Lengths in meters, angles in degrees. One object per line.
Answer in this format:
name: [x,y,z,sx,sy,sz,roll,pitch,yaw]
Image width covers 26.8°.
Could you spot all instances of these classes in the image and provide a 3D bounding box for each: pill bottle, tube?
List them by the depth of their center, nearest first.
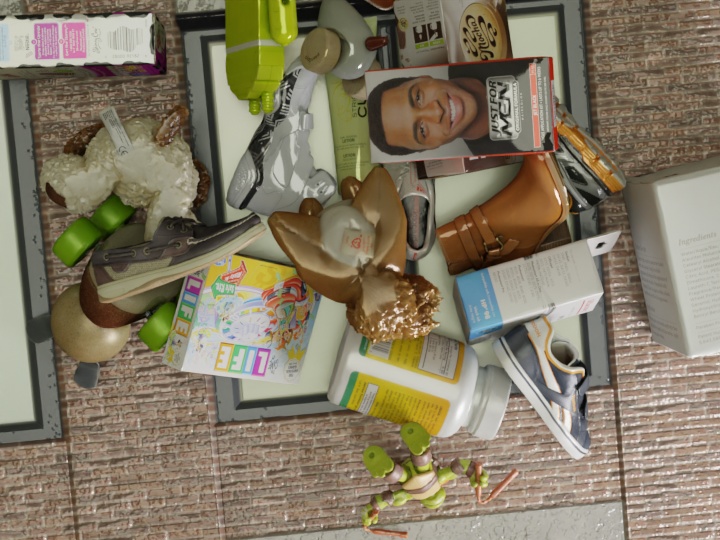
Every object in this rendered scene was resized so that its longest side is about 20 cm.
pill bottle: [0.069,0.126,1.744,0.197,0.113,0.114,17,93,-3]
tube: [-0.010,-0.189,1.748,0.057,0.052,0.203,-3,87,-19]

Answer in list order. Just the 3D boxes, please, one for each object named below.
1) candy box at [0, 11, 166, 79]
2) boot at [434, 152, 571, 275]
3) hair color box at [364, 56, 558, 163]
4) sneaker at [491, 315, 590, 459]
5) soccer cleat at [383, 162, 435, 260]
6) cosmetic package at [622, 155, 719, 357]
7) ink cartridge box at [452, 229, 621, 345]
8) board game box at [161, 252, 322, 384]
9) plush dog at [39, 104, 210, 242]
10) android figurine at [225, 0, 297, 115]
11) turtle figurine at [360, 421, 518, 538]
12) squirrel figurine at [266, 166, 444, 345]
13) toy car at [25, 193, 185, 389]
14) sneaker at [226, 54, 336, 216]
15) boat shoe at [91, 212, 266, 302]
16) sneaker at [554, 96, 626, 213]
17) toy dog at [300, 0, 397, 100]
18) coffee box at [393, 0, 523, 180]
candy box: [-0.322,-0.251,1.692,0.197,0.136,0.062,-3,92,-3]
boot: [0.157,-0.065,1.709,0.153,0.074,0.201,-13,138,3]
hair color box: [0.108,-0.171,1.609,0.197,0.061,0.103,-4,97,13]
sneaker: [0.232,0.136,1.737,0.079,0.079,0.200,-34,125,6]
soccer cleat: [0.058,-0.112,1.742,0.068,0.085,0.203,-4,94,-2]
cosmetic package: [0.409,-0.023,1.722,0.163,0.165,0.203,-12,95,-2]
ink cartridge box: [0.209,0.022,1.735,0.197,0.116,0.068,-16,78,0]
board game box: [-0.127,0.053,1.702,0.034,0.199,0.136,18,94,38]
plush dog: [-0.243,-0.122,1.685,0.198,0.172,0.162,25,98,-15]
android figurine: [-0.116,-0.275,1.679,0.041,0.182,0.203,-3,92,-23]
turtle figurine: [0.075,0.234,1.752,0.198,0.162,0.065,-20,52,10]
squirrel figurine: [0.000,0.000,1.675,0.141,0.187,0.201,-31,84,-6]
toy car: [-0.296,0.046,1.735,0.164,0.158,0.200,44,120,0]
sneaker: [-0.067,-0.145,1.742,0.114,0.075,0.202,26,97,-4]
boat shoe: [-0.195,-0.025,1.582,0.198,0.072,0.066,-21,94,17]
sneaker: [0.218,-0.150,1.754,0.200,0.078,0.077,48,114,4]
toy dog: [-0.010,-0.296,1.689,0.096,0.131,0.203,-21,81,37]
coffee box: [0.113,-0.211,1.703,0.112,0.079,0.203,-12,96,-43]
